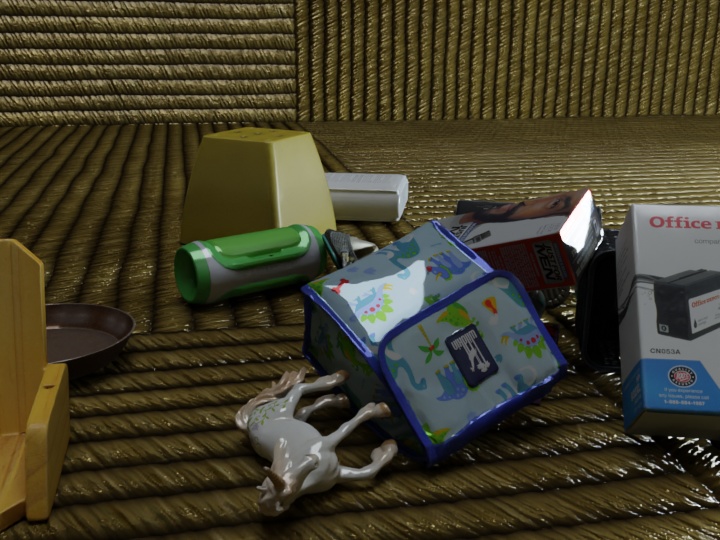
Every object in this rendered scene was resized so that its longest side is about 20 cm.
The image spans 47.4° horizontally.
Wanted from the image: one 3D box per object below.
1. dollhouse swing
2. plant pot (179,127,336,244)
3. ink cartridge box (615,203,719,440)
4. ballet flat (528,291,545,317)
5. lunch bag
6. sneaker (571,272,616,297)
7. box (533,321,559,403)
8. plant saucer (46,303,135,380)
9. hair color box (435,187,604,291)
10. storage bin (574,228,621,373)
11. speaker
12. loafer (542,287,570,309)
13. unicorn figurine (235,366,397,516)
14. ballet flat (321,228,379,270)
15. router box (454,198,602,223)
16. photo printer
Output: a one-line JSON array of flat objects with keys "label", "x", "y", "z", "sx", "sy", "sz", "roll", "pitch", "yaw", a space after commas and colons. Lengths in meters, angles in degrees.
[{"label": "dollhouse swing", "x": -0.340, "y": 0.083, "z": 0.634, "sx": 0.198, "sy": 0.177, "sz": 0.182, "roll": -1, "pitch": 18, "yaw": -12}, {"label": "plant pot", "x": -0.170, "y": -0.142, "z": 1.373, "sx": 0.199, "sy": 0.178, "sz": 0.200, "roll": 8, "pitch": 18, "yaw": 25}, {"label": "ink cartridge box", "x": 0.315, "y": 0.045, "z": 0.746, "sx": 0.144, "sy": 0.201, "sz": 0.084, "roll": 2, "pitch": -26, "yaw": 7}, {"label": "ballet flat", "x": 0.117, "y": 0.029, "z": 0.972, "sx": 0.199, "sy": 0.068, "sz": 0.064, "roll": 1, "pitch": -18, "yaw": 21}, {"label": "lunch bag", "x": 0.064, "y": 0.068, "z": 0.756, "sx": 0.169, "sy": 0.128, "sz": 0.200, "roll": -27, "pitch": 53, "yaw": -25}, {"label": "sneaker", "x": 0.285, "y": -0.014, "z": 1.042, "sx": 0.075, "sy": 0.087, "sz": 0.200, "roll": -40, "pitch": -10, "yaw": 8}, {"label": "box", "x": 0.106, "y": 0.083, "z": 0.886, "sx": 0.199, "sy": 0.039, "sz": 0.137, "roll": 7, "pitch": 19, "yaw": 18}, {"label": "plant saucer", "x": -0.344, "y": 0.080, "z": 0.885, "sx": 0.199, "sy": 0.035, "sz": 0.200, "roll": 0, "pitch": 17, "yaw": 0}, {"label": "hair color box", "x": 0.147, "y": -0.023, "z": 0.882, "sx": 0.199, "sy": 0.064, "sz": 0.111, "roll": -9, "pitch": 23, "yaw": 36}, {"label": "storage bin", "x": 0.339, "y": 0.035, "z": 0.884, "sx": 0.198, "sy": 0.136, "sz": 0.094, "roll": 4, "pitch": 18, "yaw": 10}, {"label": "speaker", "x": -0.145, "y": -0.011, "z": 1.107, "sx": 0.199, "sy": 0.089, "sz": 0.088, "roll": -12, "pitch": 21, "yaw": -36}, {"label": "loafer", "x": 0.163, "y": 0.026, "z": 1.027, "sx": 0.199, "sy": 0.077, "sz": 0.067, "roll": 3, "pitch": -5, "yaw": 21}, {"label": "unicorn figurine", "x": -0.043, "y": 0.140, "z": 0.664, "sx": 0.137, "sy": 0.074, "sz": 0.200, "roll": -22, "pitch": 11, "yaw": -26}, {"label": "ballet flat", "x": 0.000, "y": 0.000, "z": 1.055, "sx": 0.071, "sy": 0.072, "sz": 0.201, "roll": -3, "pitch": 32, "yaw": -12}, {"label": "router box", "x": 0.235, "y": -0.047, "z": 1.174, "sx": 0.198, "sy": 0.063, "sz": 0.150, "roll": 4, "pitch": -10, "yaw": 11}, {"label": "photo printer", "x": -0.015, "y": -0.141, "z": 1.556, "sx": 0.198, "sy": 0.070, "sz": 0.166, "roll": 2, "pitch": 18, "yaw": 8}]
